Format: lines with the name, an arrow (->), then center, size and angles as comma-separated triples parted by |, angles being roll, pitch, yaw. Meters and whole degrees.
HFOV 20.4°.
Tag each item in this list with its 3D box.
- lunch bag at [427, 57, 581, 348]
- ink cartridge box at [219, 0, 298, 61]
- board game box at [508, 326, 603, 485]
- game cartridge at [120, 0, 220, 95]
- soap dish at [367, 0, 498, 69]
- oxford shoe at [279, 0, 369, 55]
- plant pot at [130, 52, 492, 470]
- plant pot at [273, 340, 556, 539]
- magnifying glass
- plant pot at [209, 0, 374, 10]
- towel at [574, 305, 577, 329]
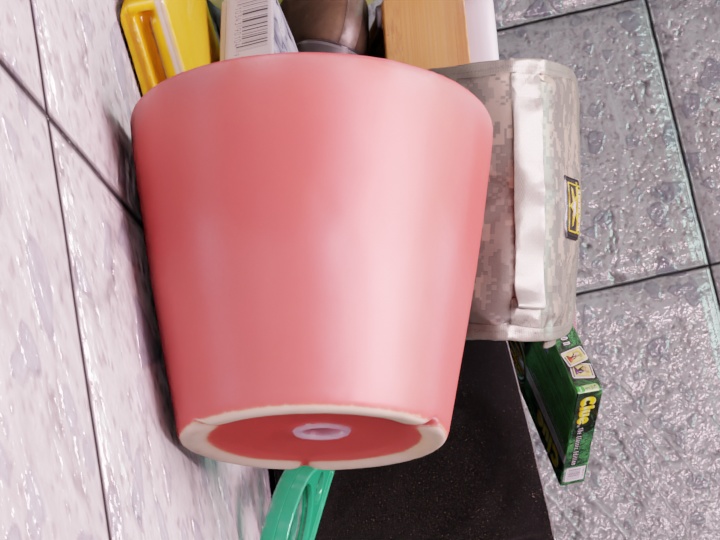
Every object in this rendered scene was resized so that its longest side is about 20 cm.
lunch bag -> 0.073, -0.039, 1.212 | 0.200, 0.117, 0.165 | -179, -90, -71
ink cartridge box -> -0.041, -0.049, 1.300 | 0.199, 0.043, 0.201 | -94, 166, -49
board game box -> 0.123, 0.042, 1.421 | 0.105, 0.023, 0.201 | 97, -21, -48
game cartridge -> -0.109, -0.120, 1.256 | 0.200, 0.032, 0.177 | -98, 174, -64
soap dish -> 0.047, -0.113, 1.424 | 0.200, 0.081, 0.159 | 129, -44, -82
oxford shoe -> -0.041, -0.164, 1.451 | 0.200, 0.072, 0.085 | -5, -111, 62
plant pot -> -0.024, 0.004, 1.057 | 0.201, 0.199, 0.179 | 64, 23, -70
plant pot -> 0.042, 0.171, 1.363 | 0.200, 0.176, 0.201 | 71, 5, -53
magnifying glass -> -0.029, 0.128, 1.240 | 0.200, 0.022, 0.080 | -62, 159, -54
plant pot -> -0.062, -0.322, 1.532 | 0.201, 0.199, 0.191 | 72, -5, -51
towel -> 0.108, -0.038, 1.512 | 0.200, 0.030, 0.147 | -143, -139, -66
